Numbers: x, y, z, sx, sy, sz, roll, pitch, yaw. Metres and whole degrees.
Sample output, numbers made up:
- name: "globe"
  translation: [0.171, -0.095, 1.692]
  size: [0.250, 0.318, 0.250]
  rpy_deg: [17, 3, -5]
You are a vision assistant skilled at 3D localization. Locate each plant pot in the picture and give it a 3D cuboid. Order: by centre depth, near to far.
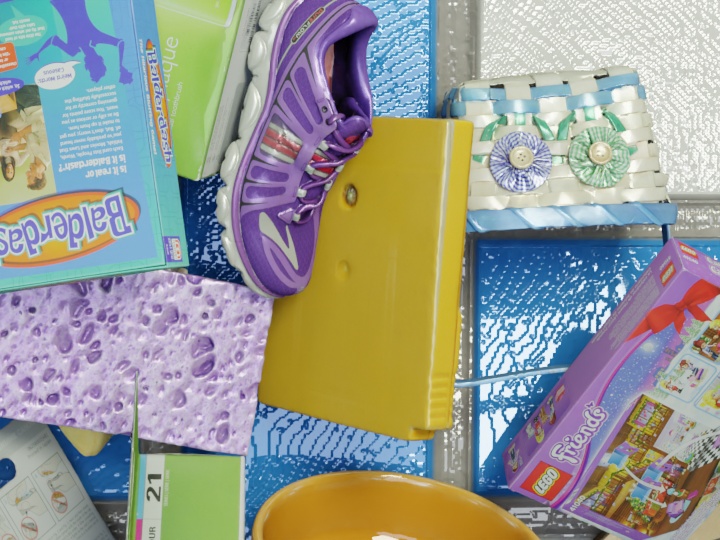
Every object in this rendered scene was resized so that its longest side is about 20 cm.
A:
- name: "plant pot"
  translation: [0.015, 0.261, 1.055]
  size: [0.197, 0.201, 0.185]
  rpy_deg: [7, 110, -5]

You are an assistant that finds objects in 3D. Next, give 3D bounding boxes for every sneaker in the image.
- name: "sneaker"
  translation: [-0.034, -0.077, 1.006]
  size: [0.083, 0.080, 0.203]
  rpy_deg: [19, 107, 34]

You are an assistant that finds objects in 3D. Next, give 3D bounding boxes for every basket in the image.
- name: "basket"
  translation: [0.120, -0.029, 1.054]
  size: [0.174, 0.139, 0.203]
  rpy_deg: [-6, 97, -4]

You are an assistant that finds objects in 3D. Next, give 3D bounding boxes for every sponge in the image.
- name: "sponge"
  translation: [-0.161, 0.049, 1.033]
  size: [0.198, 0.030, 0.113]
  rpy_deg: [11, 91, -16]

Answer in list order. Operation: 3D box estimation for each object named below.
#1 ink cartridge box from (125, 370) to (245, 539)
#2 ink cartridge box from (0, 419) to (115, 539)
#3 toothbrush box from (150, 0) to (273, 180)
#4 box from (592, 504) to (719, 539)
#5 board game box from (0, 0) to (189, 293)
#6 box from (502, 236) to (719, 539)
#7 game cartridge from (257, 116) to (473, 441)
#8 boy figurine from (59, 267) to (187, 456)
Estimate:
- name: "ink cartridge box"
  translation: [-0.108, 0.178, 0.995]
  size: [0.075, 0.201, 0.149]
  rpy_deg: [2, 54, -5]
- name: "ink cartridge box"
  translation: [-0.214, 0.212, 1.038]
  size: [0.057, 0.163, 0.201]
  rpy_deg: [-31, 95, 29]
- name: "toothbrush box"
  translation: [-0.164, -0.158, 1.021]
  size: [0.198, 0.086, 0.147]
  rpy_deg: [19, 102, 10]
- name: "box"
  translation: [0.234, 0.239, 1.142]
  size: [0.200, 0.021, 0.164]
  rpy_deg: [-44, 96, -1]
- name: "board game box"
  translation: [-0.191, -0.091, 0.958]
  size: [0.150, 0.045, 0.203]
  rpy_deg: [-7, 89, 12]
- name: "box"
  translation: [0.203, 0.089, 1.044]
  size: [0.136, 0.039, 0.201]
  rpy_deg: [25, 118, -18]
- name: "game cartridge"
  translation: [0.000, 0.000, 1.042]
  size: [0.032, 0.175, 0.203]
  rpy_deg: [-1, 97, -41]
- name: "boy figurine"
  translation: [-0.176, 0.021, 1.074]
  size: [0.123, 0.064, 0.203]
  rpy_deg: [-5, 97, -18]
